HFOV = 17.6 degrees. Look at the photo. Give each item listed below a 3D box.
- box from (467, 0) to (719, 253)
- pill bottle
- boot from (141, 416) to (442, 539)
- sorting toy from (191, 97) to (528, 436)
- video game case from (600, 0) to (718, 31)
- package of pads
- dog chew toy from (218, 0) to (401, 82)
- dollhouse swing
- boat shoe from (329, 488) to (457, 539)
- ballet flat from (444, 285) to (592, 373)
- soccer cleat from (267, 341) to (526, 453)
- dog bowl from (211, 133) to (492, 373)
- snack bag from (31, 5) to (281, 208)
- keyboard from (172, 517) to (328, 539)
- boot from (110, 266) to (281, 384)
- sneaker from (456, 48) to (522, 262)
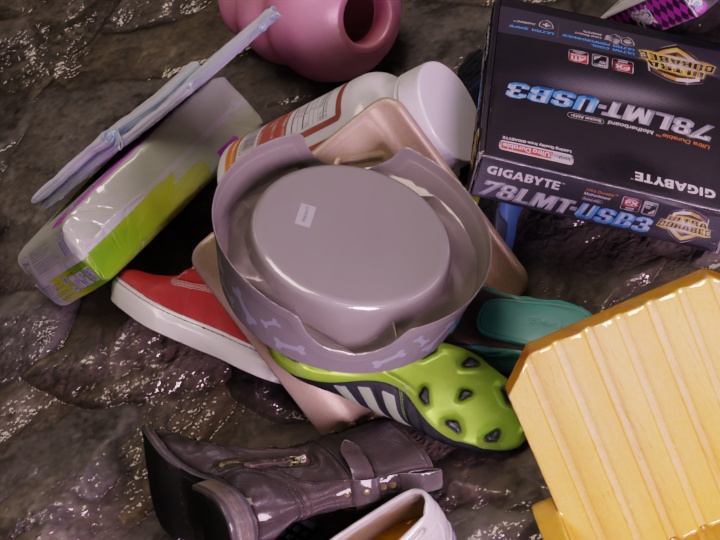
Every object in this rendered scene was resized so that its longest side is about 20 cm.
[{"bbox_3d":[0.187,-0.115,1.771,0.198,0.050,0.199,13,42,-2],"label":"box"},{"bbox_3d":[-0.007,-0.087,1.828,0.199,0.112,0.113,-24,35,32],"label":"pill bottle"},{"bbox_3d":[-0.052,0.143,1.660,0.173,0.070,0.200,-17,24,-25],"label":"boot"},{"bbox_3d":[0.000,0.000,1.733,0.200,0.186,0.036,-39,7,-13],"label":"sorting toy"},{"bbox_3d":[0.295,-0.255,1.862,0.181,0.036,0.200,-39,6,-10],"label":"video game case"},{"bbox_3d":[-0.187,-0.064,1.929,0.200,0.068,0.154,-45,9,-24],"label":"package of pads"},{"bbox_3d":[-0.055,-0.236,2.063,0.125,0.125,0.199,-44,34,-22],"label":"dog chew toy"},{"bbox_3d":[0.206,0.136,1.446,0.199,0.177,0.182,-22,38,3],"label":"dollhouse swing"},{"bbox_3d":[-0.027,0.215,1.569,0.199,0.070,0.071,-30,42,-6],"label":"boat shoe"},{"bbox_3d":[0.082,0.044,1.689,0.199,0.071,0.068,15,57,20],"label":"ballet flat"},{"bbox_3d":[0.028,0.077,1.664,0.199,0.081,0.068,22,80,1],"label":"soccer cleat"},{"bbox_3d":[-0.010,-0.010,1.632,0.198,0.059,0.201,8,44,-7],"label":"dog bowl"},{"bbox_3d":[-0.170,-0.139,1.938,0.199,0.021,0.189,-34,8,33],"label":"snack bag"},{"bbox_3d":[-0.122,0.233,1.646,0.127,0.021,0.200,20,56,42],"label":"keyboard"},{"bbox_3d":[-0.100,-0.005,1.810,0.199,0.072,0.145,19,91,35],"label":"boot"},{"bbox_3d":[0.118,-0.080,1.831,0.066,0.078,0.202,-34,45,45],"label":"sneaker"}]
